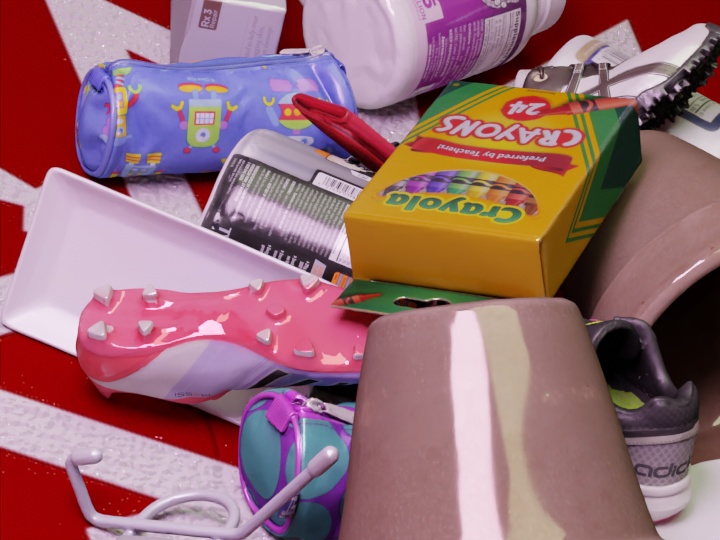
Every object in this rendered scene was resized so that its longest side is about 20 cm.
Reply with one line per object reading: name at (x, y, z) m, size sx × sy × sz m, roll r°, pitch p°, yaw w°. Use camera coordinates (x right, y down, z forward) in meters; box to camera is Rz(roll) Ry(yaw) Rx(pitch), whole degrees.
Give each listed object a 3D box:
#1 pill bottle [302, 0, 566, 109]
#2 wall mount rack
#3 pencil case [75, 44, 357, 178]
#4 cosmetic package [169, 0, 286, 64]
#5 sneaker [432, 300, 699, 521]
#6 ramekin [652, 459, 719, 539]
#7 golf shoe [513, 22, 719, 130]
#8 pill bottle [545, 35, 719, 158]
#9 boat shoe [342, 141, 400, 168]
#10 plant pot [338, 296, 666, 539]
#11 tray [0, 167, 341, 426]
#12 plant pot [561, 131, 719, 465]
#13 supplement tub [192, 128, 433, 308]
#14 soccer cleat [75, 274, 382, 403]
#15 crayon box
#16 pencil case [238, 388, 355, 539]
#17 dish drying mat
pill bottle at (0.061, -0.198, 1.721) m, size 0.199 × 0.113 × 0.112 m, roll -23°, pitch 53°, yaw -40°
wall mount rack at (-0.104, 0.153, 1.215) m, size 0.173 × 0.075 × 0.200 m, roll 0°, pitch 31°, yaw 25°
pencil case at (-0.096, -0.110, 1.567) m, size 0.199 × 0.087 × 0.078 m, roll -6°, pitch 22°, yaw -25°
cosmetic package at (-0.098, -0.210, 1.683) m, size 0.074 × 0.102 × 0.201 m, roll 7°, pitch 40°, yaw -12°
sneaker at (0.122, 0.050, 1.306) m, size 0.074 × 0.088 × 0.200 m, roll -17°, pitch 47°, yaw -38°
ramekin at (0.229, 0.200, 1.305) m, size 0.199 × 0.098 × 0.201 m, roll 11°, pitch 38°, yaw -9°
golf shoe at (0.153, -0.116, 1.536) m, size 0.200 × 0.078 × 0.095 m, roll -38°, pitch 75°, yaw -2°
pill bottle at (0.214, -0.071, 1.617) m, size 0.199 × 0.120 × 0.120 m, roll 31°, pitch 39°, yaw 16°
boat shoe at (0.027, -0.058, 1.571) m, size 0.199 × 0.066 × 0.070 m, roll 6°, pitch 39°, yaw -15°
plant pot at (0.066, 0.107, 1.200) m, size 0.199 × 0.200 × 0.176 m, roll -3°, pitch 84°, yaw -24°
tray at (-0.113, 0.020, 1.396) m, size 0.199 × 0.108 × 0.022 m, roll 23°, pitch 14°, yaw 6°
plant pot at (0.203, 0.006, 1.453) m, size 0.199 × 0.201 × 0.175 m, roll -5°, pitch 37°, yaw -27°
supplement tub at (0.000, 0.000, 1.443) m, size 0.199 × 0.123 × 0.123 m, roll 23°, pitch 38°, yaw 6°
soccer cleat at (-0.070, 0.047, 1.356) m, size 0.199 × 0.077 × 0.067 m, roll 1°, pitch 52°, yaw 4°
crayon box at (0.075, -0.040, 1.350) m, size 0.126 × 0.051 × 0.200 m, roll 8°, pitch 36°, yaw 24°
pencil case at (0.033, 0.111, 1.343) m, size 0.199 × 0.093 × 0.085 m, roll 0°, pitch 40°, yaw -23°
dish drying mat at (0.040, -0.050, 1.499) m, size 0.200 × 0.018 × 0.077 m, roll 37°, pitch -6°, yaw -31°
